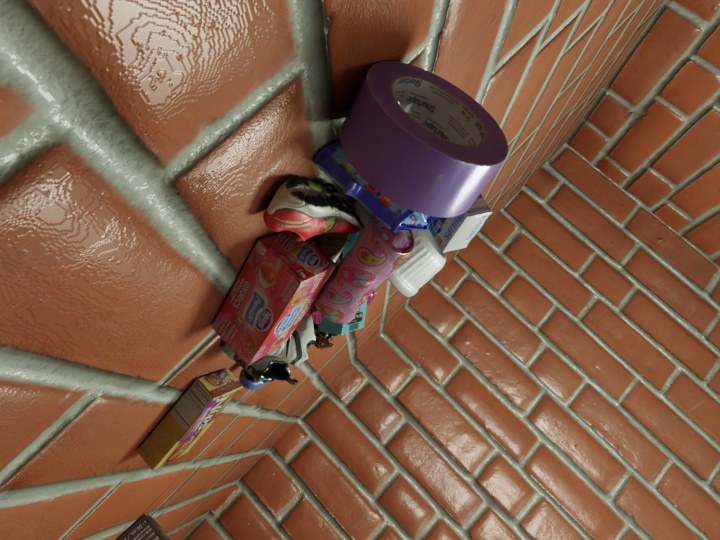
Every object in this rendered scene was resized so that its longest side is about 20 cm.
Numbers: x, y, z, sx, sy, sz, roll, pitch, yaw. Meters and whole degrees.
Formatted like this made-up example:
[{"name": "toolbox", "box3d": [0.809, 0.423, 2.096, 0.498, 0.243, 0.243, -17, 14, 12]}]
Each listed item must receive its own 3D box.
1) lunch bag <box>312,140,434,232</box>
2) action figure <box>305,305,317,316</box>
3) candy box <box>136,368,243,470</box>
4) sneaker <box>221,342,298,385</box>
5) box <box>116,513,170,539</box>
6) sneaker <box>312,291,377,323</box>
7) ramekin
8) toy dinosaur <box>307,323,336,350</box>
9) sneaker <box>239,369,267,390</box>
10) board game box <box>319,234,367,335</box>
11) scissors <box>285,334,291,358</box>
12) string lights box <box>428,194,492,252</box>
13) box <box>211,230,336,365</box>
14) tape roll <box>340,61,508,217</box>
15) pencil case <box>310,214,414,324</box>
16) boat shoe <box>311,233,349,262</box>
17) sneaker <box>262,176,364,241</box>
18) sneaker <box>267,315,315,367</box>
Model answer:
[{"name": "lunch bag", "box3d": [0.034, -0.127, 0.750, 0.094, 0.150, 0.200, -52, 167, 27]}, {"name": "action figure", "box3d": [-0.081, 0.036, 1.016, 0.051, 0.066, 0.200, -16, -166, 25]}, {"name": "candy box", "box3d": [-0.336, 0.292, 1.047, 0.200, 0.056, 0.117, -48, 168, 9]}, {"name": "sneaker", "box3d": [-0.161, 0.162, 1.021, 0.078, 0.140, 0.200, -52, 166, 28]}, {"name": "box", "box3d": [-0.610, 0.837, 1.500, 0.166, 0.200, 0.165, -40, 166, -29]}, {"name": "sneaker", "box3d": [-0.066, 0.053, 1.162, 0.198, 0.089, 0.082, -15, 156, -26]}, {"name": "ramekin", "box3d": [0.074, -0.061, 0.944, 0.094, 0.204, 0.202, -32, 172, 15]}, {"name": "toy dinosaur", "box3d": [-0.082, 0.140, 1.245, 0.136, 0.200, 0.102, -50, 129, 3]}, {"name": "sneaker", "box3d": [-0.192, 0.182, 1.175, 0.200, 0.070, 0.078, -43, 167, -50]}, {"name": "board game box", "box3d": [-0.022, 0.014, 1.013, 0.151, 0.046, 0.202, 5, 93, -74]}, {"name": "scissors", "box3d": [-0.119, 0.051, 0.893, 0.014, 0.073, 0.202, -15, 133, -51]}, {"name": "string lights box", "box3d": [0.143, -0.145, 0.936, 0.058, 0.201, 0.103, -11, 151, -27]}, {"name": "box", "box3d": [-0.138, 0.042, 0.828, 0.201, 0.095, 0.099, -54, 165, 31]}, {"name": "tape roll", "box3d": [0.079, -0.167, 0.662, 0.200, 0.200, 0.085, -33, 161, -47]}, {"name": "pencil case", "box3d": [0.000, 0.000, 0.827, 0.087, 0.088, 0.200, -31, 166, -51]}, {"name": "boat shoe", "box3d": [-0.067, -0.043, 0.901, 0.070, 0.070, 0.201, -78, -168, -59]}, {"name": "sneaker", "box3d": [-0.068, -0.079, 0.758, 0.085, 0.077, 0.199, -43, 156, 20]}, {"name": "sneaker", "box3d": [-0.121, 0.104, 1.006, 0.074, 0.080, 0.201, -46, -163, 35]}]
